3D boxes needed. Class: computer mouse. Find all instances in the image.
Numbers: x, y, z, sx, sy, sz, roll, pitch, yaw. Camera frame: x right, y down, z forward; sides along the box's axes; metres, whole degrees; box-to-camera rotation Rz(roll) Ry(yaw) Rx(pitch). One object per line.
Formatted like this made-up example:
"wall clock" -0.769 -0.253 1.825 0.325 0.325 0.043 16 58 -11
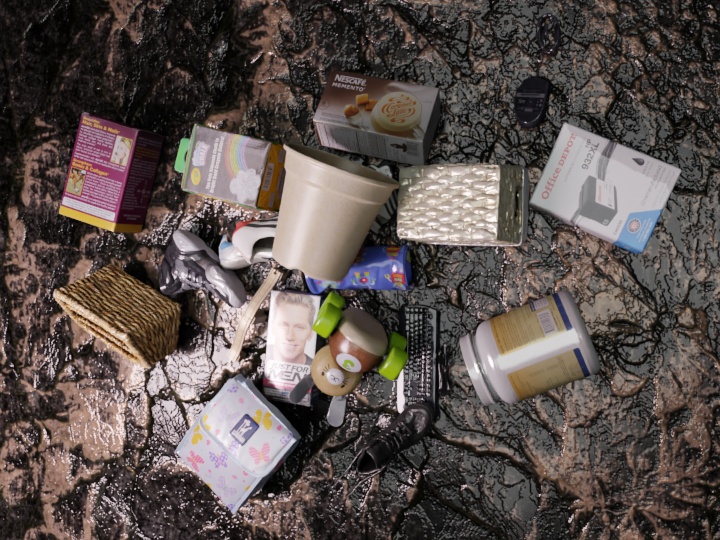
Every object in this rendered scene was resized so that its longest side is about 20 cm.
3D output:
"computer mouse" 0.308 -0.341 1.241 0.058 0.034 0.202 13 89 30

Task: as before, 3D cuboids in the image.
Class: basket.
"basket" 0.167 -0.111 1.204 0.198 0.123 0.137 3 92 30
"basket" -0.461 0.106 1.358 0.199 0.149 0.144 27 123 17

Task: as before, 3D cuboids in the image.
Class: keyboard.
"keyboard" 0.114 0.164 1.290 0.103 0.040 0.203 0 92 15

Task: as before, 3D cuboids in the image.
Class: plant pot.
"plant pot" -0.058 -0.090 1.192 0.199 0.200 0.185 22 104 13

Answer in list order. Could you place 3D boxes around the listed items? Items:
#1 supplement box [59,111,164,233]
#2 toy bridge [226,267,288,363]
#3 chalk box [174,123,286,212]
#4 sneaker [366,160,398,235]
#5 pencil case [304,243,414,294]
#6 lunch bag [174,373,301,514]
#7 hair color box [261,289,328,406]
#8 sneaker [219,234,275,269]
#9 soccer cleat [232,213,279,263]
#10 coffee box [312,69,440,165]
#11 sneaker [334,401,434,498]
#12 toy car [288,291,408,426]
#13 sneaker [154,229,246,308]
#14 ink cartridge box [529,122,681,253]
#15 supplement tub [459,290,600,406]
"supplement box" -0.482 -0.186 1.401 0.130 0.103 0.202 18 96 13
"toy bridge" -0.201 0.087 1.353 0.027 0.067 0.201 30 97 11
"chalk box" -0.244 -0.192 1.332 0.198 0.124 0.126 16 96 14
"sneaker" -0.009 -0.171 1.308 0.200 0.076 0.115 43 91 2
"pencil case" 0.000 0.000 1.297 0.197 0.087 0.079 -3 48 14
"lunch bag" -0.219 0.309 1.314 0.170 0.127 0.200 44 116 9
"hair color box" -0.121 0.140 1.338 0.099 0.060 0.203 6 92 13
"sneaker" -0.171 -0.048 1.344 0.197 0.072 0.073 -7 82 11
"soccer cleat" -0.130 -0.075 1.288 0.198 0.069 0.086 -22 58 -16
"coffee box" 0.030 -0.268 1.265 0.198 0.080 0.115 14 68 13
"sneaker" 0.044 0.314 1.269 0.200 0.104 0.060 -43 83 19
"toy car" -0.037 0.171 1.256 0.163 0.158 0.201 32 101 -4
"sneaker" -0.309 0.023 1.378 0.200 0.075 0.114 45 101 15
"ink cartridge box" 0.397 -0.135 1.190 0.198 0.084 0.146 25 97 12
"supplement tub" 0.278 0.133 1.194 0.198 0.144 0.146 -23 86 13
